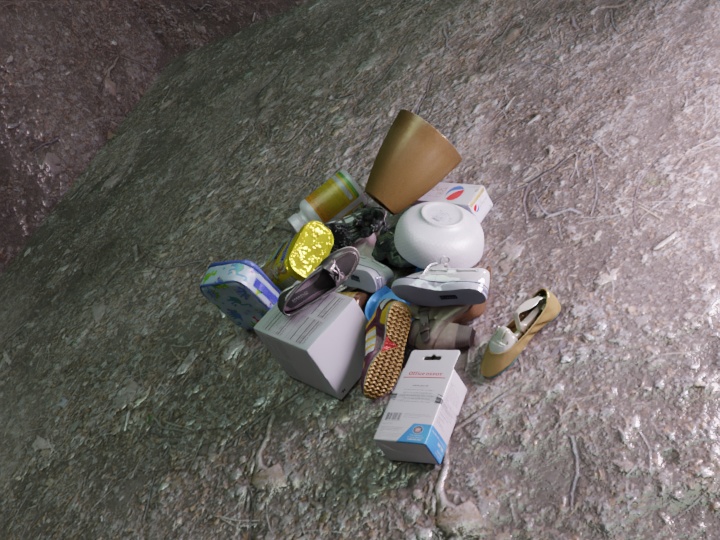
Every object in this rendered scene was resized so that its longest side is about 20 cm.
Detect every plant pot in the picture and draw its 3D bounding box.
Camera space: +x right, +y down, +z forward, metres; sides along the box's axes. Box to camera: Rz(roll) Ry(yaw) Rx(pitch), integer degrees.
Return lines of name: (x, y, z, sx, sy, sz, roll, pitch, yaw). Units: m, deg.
plant pot: (0.106, -0.236, 1.848, 0.201, 0.186, 0.186, -52, 34, 0)

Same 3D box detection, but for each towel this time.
towel: (-0.041, -0.016, 1.927, 0.189, 0.032, 0.201, -27, 35, 12)

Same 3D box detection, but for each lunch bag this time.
lunch bag: (-0.267, 0.061, 1.880, 0.159, 0.200, 0.083, -7, 49, 37)

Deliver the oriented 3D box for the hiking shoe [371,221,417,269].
hiking shoe: (0.096, -0.061, 1.784, 0.199, 0.075, 0.103, 16, 99, 52)

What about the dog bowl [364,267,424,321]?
dog bowl: (0.106, 0.062, 1.684, 0.198, 0.050, 0.112, -30, 34, 9)

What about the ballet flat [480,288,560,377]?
ballet flat: (0.284, 0.109, 1.457, 0.200, 0.063, 0.068, -44, 34, -11)

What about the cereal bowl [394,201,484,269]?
cereal bowl: (0.172, -0.088, 1.698, 0.196, 0.084, 0.201, 4, 37, -3)

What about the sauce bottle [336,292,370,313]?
sauce bottle: (-0.065, 0.081, 1.797, 0.198, 0.066, 0.066, -2, 45, 38)

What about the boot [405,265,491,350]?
boot: (0.170, 0.073, 1.579, 0.144, 0.070, 0.202, 6, 60, 29)

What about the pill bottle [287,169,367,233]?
pill bottle: (-0.090, -0.162, 2.076, 0.199, 0.112, 0.111, -38, 33, -4)

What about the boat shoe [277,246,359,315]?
boat shoe: (-0.081, 0.028, 1.601, 0.199, 0.067, 0.057, -35, 21, 3)

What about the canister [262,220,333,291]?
canister: (-0.161, -0.021, 1.927, 0.199, 0.086, 0.150, -30, 29, 55)

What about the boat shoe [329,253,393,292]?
boat shoe: (0.000, 0.000, 1.805, 0.065, 0.075, 0.199, -25, 32, -29)

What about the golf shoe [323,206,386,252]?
golf shoe: (-0.020, -0.102, 1.939, 0.198, 0.079, 0.094, -16, 13, 29)

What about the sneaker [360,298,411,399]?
sneaker: (0.041, 0.156, 1.581, 0.090, 0.074, 0.203, 5, 73, 64)

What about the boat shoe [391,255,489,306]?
boat shoe: (0.158, 0.014, 1.543, 0.199, 0.075, 0.087, -2, 52, 32)

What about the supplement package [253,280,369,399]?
supplement package: (-0.088, 0.142, 1.662, 0.199, 0.153, 0.151, 15, 55, 48)

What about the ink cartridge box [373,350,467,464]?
ink cartridge box: (0.117, 0.243, 1.435, 0.115, 0.068, 0.201, -4, 45, 38)

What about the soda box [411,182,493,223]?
soda box: (0.208, -0.160, 1.854, 0.198, 0.064, 0.068, 12, 55, 48)
